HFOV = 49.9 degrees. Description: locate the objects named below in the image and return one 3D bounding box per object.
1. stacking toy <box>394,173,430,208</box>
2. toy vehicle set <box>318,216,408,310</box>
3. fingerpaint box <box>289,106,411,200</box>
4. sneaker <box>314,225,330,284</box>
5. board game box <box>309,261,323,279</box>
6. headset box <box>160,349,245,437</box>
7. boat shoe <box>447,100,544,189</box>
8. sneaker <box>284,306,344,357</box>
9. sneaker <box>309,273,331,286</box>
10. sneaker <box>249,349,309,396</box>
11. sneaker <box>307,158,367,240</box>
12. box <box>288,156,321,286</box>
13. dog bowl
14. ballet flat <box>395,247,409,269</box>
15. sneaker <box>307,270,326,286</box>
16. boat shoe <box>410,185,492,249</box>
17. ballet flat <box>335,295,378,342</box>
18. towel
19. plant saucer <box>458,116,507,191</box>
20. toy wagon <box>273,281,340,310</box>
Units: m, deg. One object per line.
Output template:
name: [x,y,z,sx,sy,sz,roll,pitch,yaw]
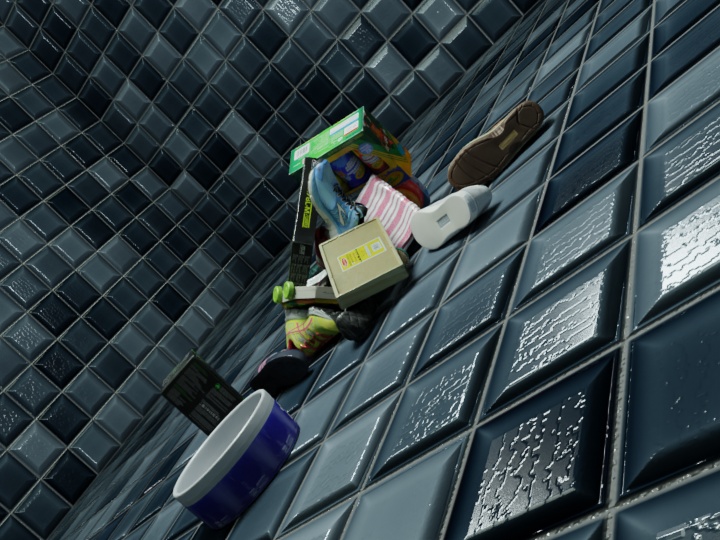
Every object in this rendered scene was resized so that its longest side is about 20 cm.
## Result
stacking toy: [0.074,-0.106,1.603,0.109,0.116,0.202,-34,26,32]
toy vehicle set: [0.001,-0.018,1.336,0.123,0.027,0.201,-26,30,2]
fingerpaint box: [-0.020,-0.216,1.588,0.198,0.166,0.074,-25,46,30]
sneaker: [-0.056,-0.035,1.583,0.073,0.088,0.200,-25,26,-14]
board game box: [-0.047,-0.031,1.839,0.200,0.028,0.135,-43,-16,19]
headset box: [-0.291,0.248,1.488,0.093,0.174,0.200,-48,8,-11]
boat shoe: [0.242,-0.215,1.369,0.201,0.075,0.075,-37,-1,18]
sneaker: [-0.082,0.117,1.446,0.199,0.077,0.092,-10,70,60]
sneaker: [-0.064,0.044,1.616,0.201,0.080,0.086,-54,16,-25]
sneaker: [-0.145,0.173,1.455,0.199,0.070,0.083,-34,20,51]
sneaker: [-0.027,-0.120,1.444,0.089,0.202,0.079,-14,24,29]
box: [-0.110,-0.088,1.536,0.201,0.047,0.196,106,168,-60]
dog bowl: [-0.184,0.280,1.156,0.200,0.079,0.200,-45,10,10]
ballet flat: [0.000,0.000,1.408,0.198,0.071,0.066,-10,44,44]
sneaker: [-0.082,0.042,1.720,0.201,0.078,0.099,-49,13,-6]
boat shoe: [0.148,-0.093,1.274,0.068,0.073,0.200,-27,-7,-26]
ballet flat: [-0.007,0.064,1.326,0.066,0.057,0.200,-44,9,10]
towel: [0.034,-0.090,1.494,0.148,0.030,0.200,-58,42,10]
plant saucer: [0.251,-0.235,1.498,0.200,0.032,0.200,-46,9,9]
toy wagon: [-0.090,0.054,1.501,0.199,0.152,0.040,160,113,-65]
